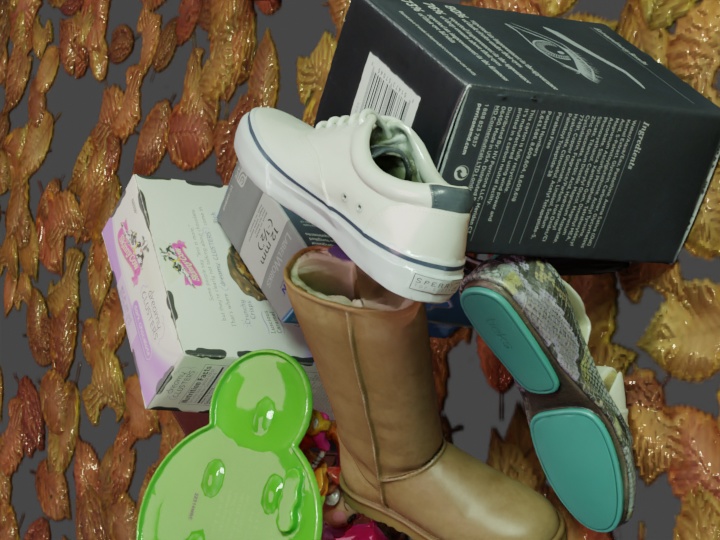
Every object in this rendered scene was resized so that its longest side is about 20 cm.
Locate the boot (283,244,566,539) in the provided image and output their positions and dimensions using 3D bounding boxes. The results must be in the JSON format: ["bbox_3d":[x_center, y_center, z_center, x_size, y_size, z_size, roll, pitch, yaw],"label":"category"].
[{"bbox_3d":[0.040,0.091,1.130,0.174,0.066,0.201,13,135,26],"label":"boot"}]

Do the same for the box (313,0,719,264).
[{"bbox_3d":[0.095,-0.085,1.080,0.148,0.199,0.105,48,127,50],"label":"box"}]

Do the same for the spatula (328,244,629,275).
[{"bbox_3d":[0.076,-0.010,1.100,0.056,0.198,0.021,-154,71,-67],"label":"spatula"}]

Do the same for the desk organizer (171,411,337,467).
[{"bbox_3d":[-0.095,0.123,1.477,0.200,0.071,0.077,51,129,49],"label":"desk organizer"}]

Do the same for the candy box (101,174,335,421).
[{"bbox_3d":[-0.078,0.022,1.341,0.072,0.199,0.169,-53,43,39],"label":"candy box"}]

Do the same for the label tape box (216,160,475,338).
[{"bbox_3d":[0.000,0.000,1.272,0.066,0.142,0.200,-64,37,27],"label":"label tape box"}]

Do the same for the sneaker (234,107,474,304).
[{"bbox_3d":[0.001,-0.055,0.984,0.200,0.073,0.071,38,113,44],"label":"sneaker"}]

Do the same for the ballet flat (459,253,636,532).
[{"bbox_3d":[0.129,0.067,1.091,0.072,0.072,0.201,16,140,58],"label":"ballet flat"}]

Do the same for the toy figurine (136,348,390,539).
[{"bbox_3d":[-0.043,0.173,1.288,0.149,0.184,0.202,8,79,32],"label":"toy figurine"}]
